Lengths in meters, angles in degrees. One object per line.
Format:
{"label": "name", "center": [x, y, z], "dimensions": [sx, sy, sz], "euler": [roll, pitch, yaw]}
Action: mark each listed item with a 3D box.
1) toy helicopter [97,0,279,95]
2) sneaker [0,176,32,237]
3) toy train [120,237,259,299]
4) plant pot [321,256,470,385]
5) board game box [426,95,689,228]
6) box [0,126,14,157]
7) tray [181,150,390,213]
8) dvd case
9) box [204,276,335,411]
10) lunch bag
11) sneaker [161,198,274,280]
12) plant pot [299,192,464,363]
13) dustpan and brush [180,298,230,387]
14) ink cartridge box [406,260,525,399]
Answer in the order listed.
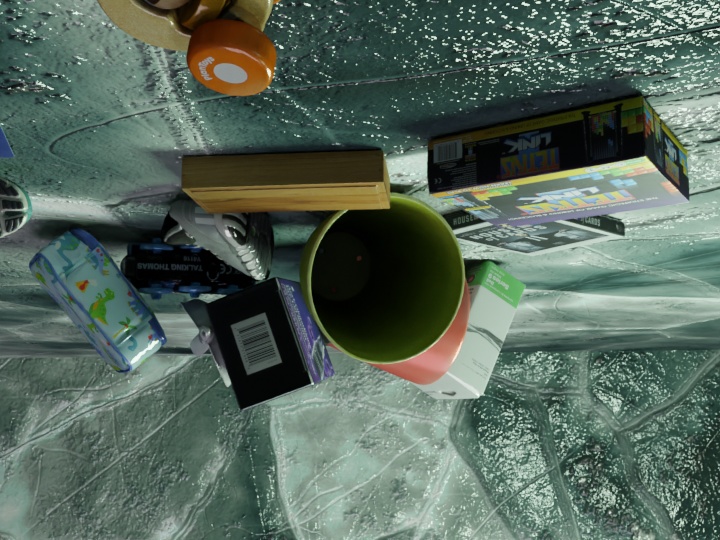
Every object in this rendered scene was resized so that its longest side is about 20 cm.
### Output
{"label": "toy helicopter", "center": [-0.096, -0.170, 0.393], "dimensions": [0.131, 0.080, 0.200], "euler": [10, 158, -5]}
{"label": "sneaker", "center": [-0.426, -0.072, 0.909], "dimensions": [0.198, 0.078, 0.080], "euler": [0, -170, 23]}
{"label": "toy train", "center": [-0.239, -0.002, 1.207], "dimensions": [0.198, 0.088, 0.114], "euler": [1, 179, -20]}
{"label": "plant pot", "center": [0.040, 0.060, 1.291], "dimensions": [0.176, 0.202, 0.200], "euler": [16, 163, -24]}
{"label": "board game box", "center": [0.186, -0.092, 0.797], "dimensions": [0.199, 0.057, 0.165], "euler": [-7, 166, 33]}
{"label": "box", "center": [-0.417, -0.112, 0.747], "dimensions": [0.198, 0.033, 0.121], "euler": [2, 169, -14]}
{"label": "tray", "center": [-0.072, -0.087, 0.871], "dimensions": [0.198, 0.037, 0.099], "euler": [0, 169, 6]}
{"label": "dvd case", "center": [0.217, -0.054, 1.084], "dimensions": [0.199, 0.025, 0.150], "euler": [8, 166, -41]}
{"label": "box", "center": [-0.117, 0.097, 1.164], "dimensions": [0.104, 0.149, 0.200], "euler": [-20, 176, 5]}
{"label": "lunch bag", "center": [-0.356, 0.042, 1.152], "dimensions": [0.082, 0.201, 0.160], "euler": [-42, -169, -26]}
{"label": "sneaker", "center": [-0.176, -0.045, 1.029], "dimensions": [0.114, 0.076, 0.200], "euler": [4, 161, 9]}
{"label": "plant pot", "center": [0.000, 0.000, 1.030], "dimensions": [0.185, 0.189, 0.200], "euler": [3, -176, -19]}
{"label": "dustpan and brush", "center": [-0.209, 0.092, 1.169], "dimensions": [0.057, 0.140, 0.200], "euler": [-28, 176, -26]}
{"label": "ink cartridge box", "center": [0.164, 0.099, 1.378], "dimensions": [0.084, 0.201, 0.146], "euler": [33, 157, -18]}
